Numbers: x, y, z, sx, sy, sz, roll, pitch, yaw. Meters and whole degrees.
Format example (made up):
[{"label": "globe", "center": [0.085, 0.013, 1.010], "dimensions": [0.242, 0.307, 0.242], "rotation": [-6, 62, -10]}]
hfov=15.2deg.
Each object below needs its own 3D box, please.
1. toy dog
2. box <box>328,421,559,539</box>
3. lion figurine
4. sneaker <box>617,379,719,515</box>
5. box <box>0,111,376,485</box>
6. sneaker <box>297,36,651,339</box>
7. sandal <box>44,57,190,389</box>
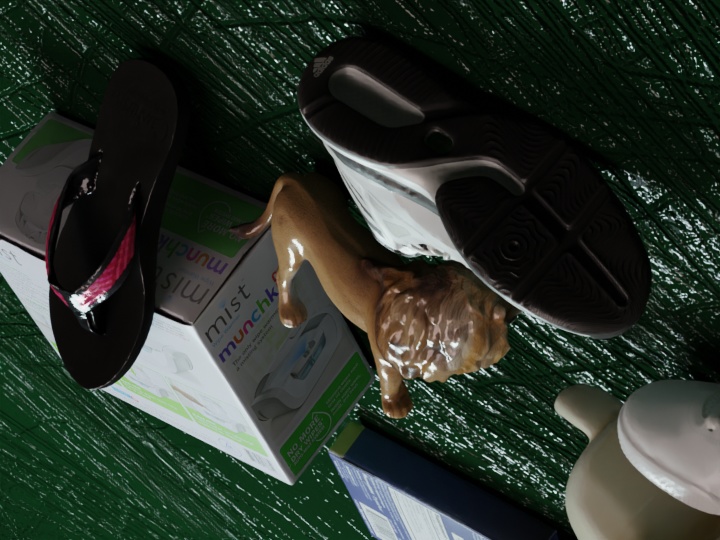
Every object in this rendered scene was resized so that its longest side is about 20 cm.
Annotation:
[{"label": "toy dog", "center": [0.169, 0.161, 1.410], "dimensions": [0.194, 0.140, 0.200], "rotation": [32, 162, 22]}, {"label": "box", "center": [0.078, 0.178, 1.756], "dimensions": [0.200, 0.032, 0.121], "rotation": [28, 159, 30]}, {"label": "lion figurine", "center": [0.000, 0.000, 1.443], "dimensions": [0.200, 0.072, 0.123], "rotation": [34, 153, 22]}, {"label": "sneaker", "center": [0.208, 0.074, 1.267], "dimensions": [0.200, 0.075, 0.089], "rotation": [17, 140, 33]}, {"label": "box", "center": [-0.117, 0.017, 1.642], "dimensions": [0.200, 0.097, 0.177], "rotation": [24, 155, 36]}, {"label": "sneaker", "center": [0.062, -0.028, 1.295], "dimensions": [0.200, 0.076, 0.115], "rotation": [39, 171, 20]}, {"label": "sandal", "center": [-0.145, -0.025, 1.504], "dimensions": [0.075, 0.045, 0.200], "rotation": [30, 119, 29]}]
